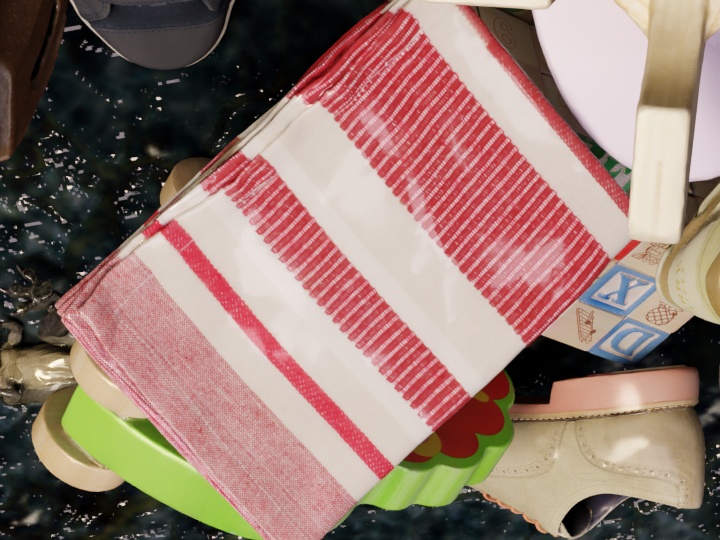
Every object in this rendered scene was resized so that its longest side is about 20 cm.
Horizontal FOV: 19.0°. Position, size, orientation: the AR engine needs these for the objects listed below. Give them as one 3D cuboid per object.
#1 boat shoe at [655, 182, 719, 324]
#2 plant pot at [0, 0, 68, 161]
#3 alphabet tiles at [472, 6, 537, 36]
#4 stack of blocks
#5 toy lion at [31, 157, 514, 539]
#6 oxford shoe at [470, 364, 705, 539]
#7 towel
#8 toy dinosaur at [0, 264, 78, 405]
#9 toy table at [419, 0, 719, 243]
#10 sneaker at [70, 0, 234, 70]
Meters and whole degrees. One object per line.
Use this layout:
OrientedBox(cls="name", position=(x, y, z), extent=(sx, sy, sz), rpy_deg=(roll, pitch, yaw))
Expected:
OrientedBox(cls="boat shoe", position=(0.208, -0.053, 0.920), extent=(0.201, 0.063, 0.073), rpy_deg=(-47, 114, -12))
OrientedBox(cls="plant pot", position=(-0.206, -0.116, 0.701), extent=(0.196, 0.201, 0.201), rpy_deg=(12, 133, 9))
OrientedBox(cls="alphabet tiles", position=(0.093, -0.100, 0.918), extent=(0.165, 0.006, 0.200), rpy_deg=(14, 136, -25))
OrientedBox(cls="stack of blocks", position=(0.076, -0.038, 0.939), extent=(0.199, 0.059, 0.115), rpy_deg=(20, 133, -31))
OrientedBox(cls="toy lion", position=(-0.024, 0.047, 0.944), extent=(0.191, 0.200, 0.069), rpy_deg=(29, 125, -4))
OrientedBox(cls="oxford shoe", position=(0.076, 0.095, 1.036), extent=(0.199, 0.075, 0.070), rpy_deg=(-15, 172, 42))
OrientedBox(cls="towel", position=(0.000, 0.000, 0.837), extent=(0.200, 0.023, 0.144), rpy_deg=(-43, 109, -1))
OrientedBox(cls="toy dinosaur", position=(-0.125, 0.039, 1.025), extent=(0.198, 0.048, 0.088), rpy_deg=(-4, 147, -2))
OrientedBox(cls="toy table", position=(0.118, -0.113, 0.777), extent=(0.182, 0.117, 0.202), rpy_deg=(-5, 112, 15))
OrientedBox(cls="sneaker", position=(-0.093, -0.145, 0.837), extent=(0.078, 0.080, 0.201), rpy_deg=(-8, 134, 2))
